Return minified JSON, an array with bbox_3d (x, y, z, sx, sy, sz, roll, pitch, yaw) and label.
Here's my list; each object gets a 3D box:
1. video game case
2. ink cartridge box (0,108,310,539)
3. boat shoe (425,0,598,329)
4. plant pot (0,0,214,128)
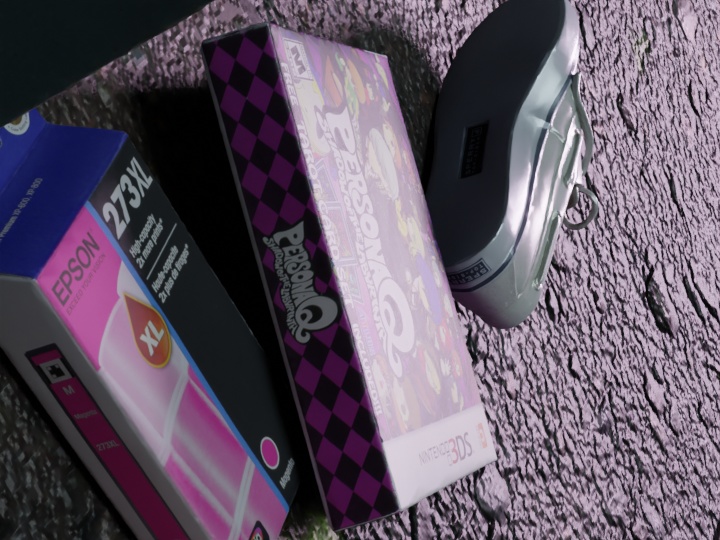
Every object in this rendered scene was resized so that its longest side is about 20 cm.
[{"bbox_3d":[0.000,0.000,0.884,0.181,0.036,0.201,-3,77,-74],"label":"video game case"},{"bbox_3d":[-0.086,0.021,0.758,0.200,0.037,0.095,57,32,-25],"label":"ink cartridge box"},{"bbox_3d":[0.088,-0.053,1.065,0.086,0.074,0.202,50,38,-36],"label":"boat shoe"},{"bbox_3d":[-0.138,-0.171,0.610,0.200,0.195,0.197,47,37,-26],"label":"plant pot"}]
